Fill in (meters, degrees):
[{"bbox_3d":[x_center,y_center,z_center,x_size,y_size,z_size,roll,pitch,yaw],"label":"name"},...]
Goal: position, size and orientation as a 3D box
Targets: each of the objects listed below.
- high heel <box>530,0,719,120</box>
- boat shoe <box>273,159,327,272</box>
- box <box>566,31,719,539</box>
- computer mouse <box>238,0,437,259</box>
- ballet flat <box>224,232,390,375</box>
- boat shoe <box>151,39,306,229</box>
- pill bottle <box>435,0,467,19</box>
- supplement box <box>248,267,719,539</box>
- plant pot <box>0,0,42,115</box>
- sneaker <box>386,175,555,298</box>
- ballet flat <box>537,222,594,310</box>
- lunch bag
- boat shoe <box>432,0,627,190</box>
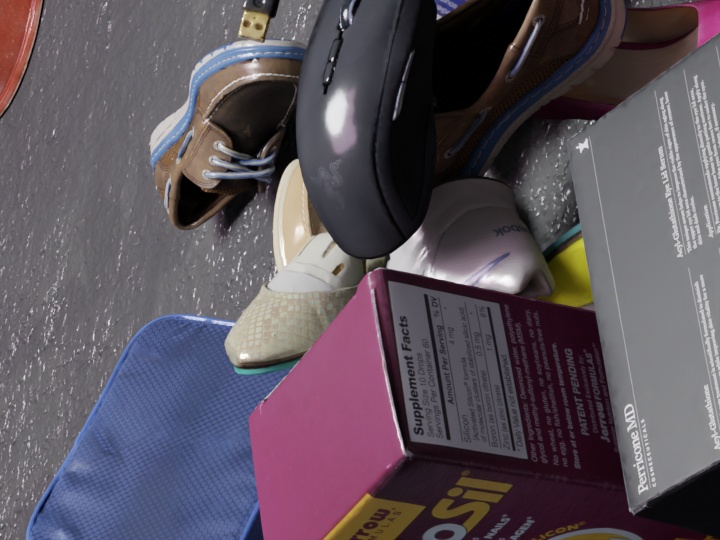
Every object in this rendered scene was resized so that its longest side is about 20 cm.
[{"bbox_3d":[0.129,-0.109,1.292,0.200,0.096,0.067,4,83,62],"label":"high heel"},{"bbox_3d":[0.001,0.017,1.520,0.069,0.074,0.200,-36,59,49],"label":"boat shoe"},{"bbox_3d":[0.177,0.000,1.162,0.141,0.079,0.200,-34,50,37],"label":"box"},{"bbox_3d":[-0.020,-0.108,1.275,0.140,0.046,0.200,3,85,45],"label":"computer mouse"},{"bbox_3d":[0.000,0.000,1.387,0.067,0.200,0.062,4,108,45],"label":"ballet flat"},{"bbox_3d":[-0.080,-0.086,1.701,0.200,0.072,0.072,133,134,-61],"label":"boat shoe"},{"bbox_3d":[0.059,-0.151,1.418,0.200,0.116,0.116,-62,32,29],"label":"pill bottle"},{"bbox_3d":[0.068,0.089,1.221,0.131,0.200,0.103,-50,39,44],"label":"supplement box"},{"bbox_3d":[-0.397,-0.237,2.220,0.201,0.195,0.201,-32,52,54],"label":"plant pot"},{"bbox_3d":[0.032,0.052,1.310,0.087,0.075,0.200,55,129,47],"label":"sneaker"},{"bbox_3d":[0.105,0.026,1.336,0.200,0.067,0.067,-38,69,55],"label":"ballet flat"},{"bbox_3d":[-0.073,0.127,1.417,0.136,0.132,0.200,8,53,29],"label":"lunch bag"},{"bbox_3d":[0.038,-0.088,1.299,0.200,0.072,0.072,-44,55,25],"label":"boat shoe"}]
